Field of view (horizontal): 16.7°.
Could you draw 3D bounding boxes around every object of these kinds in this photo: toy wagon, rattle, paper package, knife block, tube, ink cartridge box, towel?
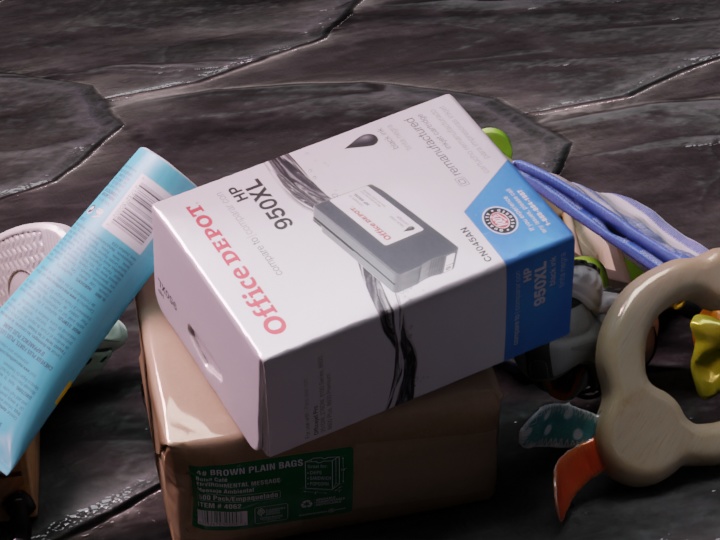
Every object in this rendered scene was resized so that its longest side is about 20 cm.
[{"bbox_3d":[0.136,-0.023,1.680,0.200,0.040,0.155,36,17,-14],"label":"toy wagon"},{"bbox_3d":[0.162,0.079,1.483,0.200,0.130,0.143,-43,20,-16],"label":"rattle"},{"bbox_3d":[-0.029,0.059,1.464,0.200,0.104,0.191,-8,43,-8],"label":"paper package"},{"bbox_3d":[-0.234,0.126,1.516,0.064,0.176,0.200,-7,-25,-4],"label":"knife block"},{"bbox_3d":[-0.170,0.020,1.432,0.077,0.050,0.200,34,80,29],"label":"tube"},{"bbox_3d":[0.000,0.000,1.389,0.200,0.084,0.145,-22,49,-20],"label":"ink cartridge box"},{"bbox_3d":[0.189,-0.023,1.619,0.147,0.024,0.200,35,8,24],"label":"towel"}]

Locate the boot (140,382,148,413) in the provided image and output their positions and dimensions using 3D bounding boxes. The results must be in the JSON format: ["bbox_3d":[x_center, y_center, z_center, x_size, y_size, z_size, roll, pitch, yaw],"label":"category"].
[{"bbox_3d":[-0.065,0.056,1.611,0.166,0.072,0.200,-10,23,-16],"label":"boot"}]

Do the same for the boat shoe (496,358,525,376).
[{"bbox_3d":[0.053,0.000,1.606,0.200,0.075,0.093,28,10,-26],"label":"boat shoe"}]

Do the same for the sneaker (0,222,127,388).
[{"bbox_3d":[-0.199,0.022,1.628,0.118,0.074,0.200,-10,-23,-38],"label":"sneaker"}]

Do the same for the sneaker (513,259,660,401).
[{"bbox_3d":[0.134,0.046,1.526,0.074,0.079,0.200,-4,-11,23],"label":"sneaker"}]
